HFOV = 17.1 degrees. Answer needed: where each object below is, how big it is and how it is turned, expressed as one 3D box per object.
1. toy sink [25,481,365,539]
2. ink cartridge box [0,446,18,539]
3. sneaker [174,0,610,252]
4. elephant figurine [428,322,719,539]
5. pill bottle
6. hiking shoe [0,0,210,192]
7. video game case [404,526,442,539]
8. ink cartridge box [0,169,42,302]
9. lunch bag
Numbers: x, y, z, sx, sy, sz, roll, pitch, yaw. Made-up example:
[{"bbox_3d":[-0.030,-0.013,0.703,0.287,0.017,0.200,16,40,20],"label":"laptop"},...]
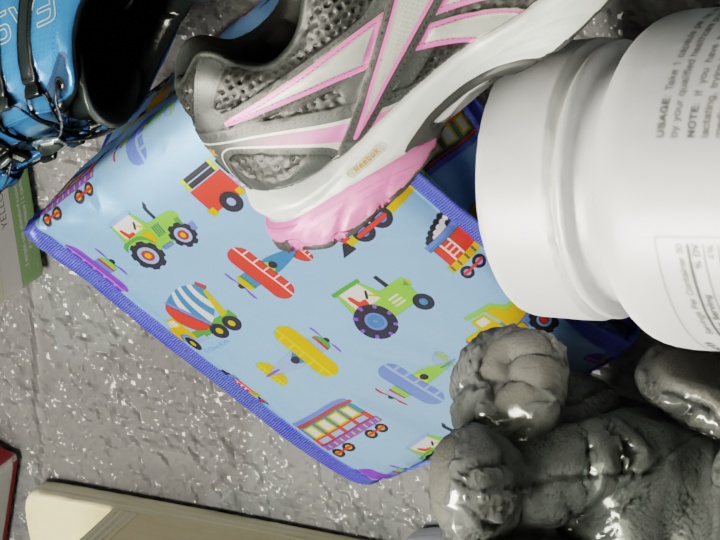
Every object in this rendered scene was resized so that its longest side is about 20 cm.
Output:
[{"bbox_3d":[-0.086,0.187,1.057,0.199,0.112,0.131,8,120,30],"label":"toy sink"},{"bbox_3d":[-0.275,0.115,1.159,0.199,0.083,0.147,27,128,17],"label":"ink cartridge box"},{"bbox_3d":[0.021,-0.099,0.780,0.200,0.080,0.086,-45,109,3],"label":"sneaker"},{"bbox_3d":[0.131,0.088,0.834,0.199,0.156,0.142,-3,132,13],"label":"elephant figurine"},{"bbox_3d":[0.145,-0.029,0.775,0.199,0.113,0.114,2,117,33],"label":"pill bottle"},{"bbox_3d":[-0.128,-0.072,0.904,0.200,0.074,0.087,-54,49,19],"label":"hiking shoe"},{"bbox_3d":[0.128,0.182,0.972,0.199,0.022,0.183,-8,112,37],"label":"video game case"},{"bbox_3d":[-0.216,-0.023,0.961,0.048,0.200,0.146,14,123,30],"label":"ink cartridge box"},{"bbox_3d":[0.000,0.000,0.916,0.200,0.094,0.150,48,130,-12],"label":"lunch bag"}]
